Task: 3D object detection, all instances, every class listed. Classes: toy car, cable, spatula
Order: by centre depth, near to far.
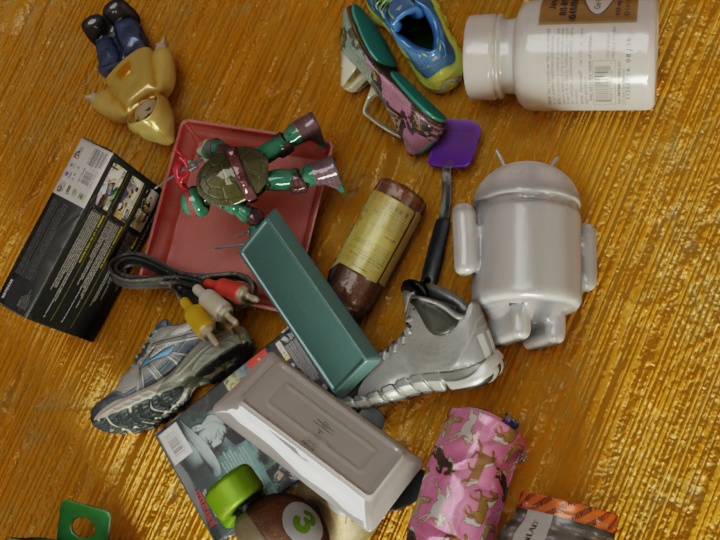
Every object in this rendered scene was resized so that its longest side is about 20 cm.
[{"bbox_3d":[-0.028,0.236,1.073,0.199,0.158,0.165,-36,77,-14],"label":"toy car"},{"bbox_3d":[0.092,-0.073,1.175,0.056,0.020,0.204,5,80,30],"label":"spatula"},{"bbox_3d":[-0.192,0.010,1.179,0.198,0.051,0.097,31,62,26],"label":"cable"}]

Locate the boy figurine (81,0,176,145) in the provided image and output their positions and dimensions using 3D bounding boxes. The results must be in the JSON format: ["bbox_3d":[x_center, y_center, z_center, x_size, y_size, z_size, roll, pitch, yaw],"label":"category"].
[{"bbox_3d":[-0.277,-0.227,1.291,0.123,0.064,0.202,-29,61,7],"label":"boy figurine"}]

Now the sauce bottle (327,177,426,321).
[{"bbox_3d":[0.000,0.000,1.160,0.065,0.066,0.202,28,83,20],"label":"sauce bottle"}]

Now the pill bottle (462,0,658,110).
[{"bbox_3d":[0.212,-0.227,1.131,0.196,0.114,0.117,2,77,16],"label":"pill bottle"}]

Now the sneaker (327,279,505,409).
[{"bbox_3d":[0.044,0.069,1.096,0.197,0.075,0.117,-14,100,24],"label":"sneaker"}]

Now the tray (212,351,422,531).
[{"bbox_3d":[-0.040,0.159,1.057,0.199,0.022,0.107,34,46,13],"label":"tray"}]

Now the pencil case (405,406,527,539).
[{"bbox_3d":[0.098,0.236,1.049,0.085,0.083,0.203,8,68,39],"label":"pencil case"}]

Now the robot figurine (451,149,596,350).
[{"bbox_3d":[0.168,-0.024,1.092,0.167,0.113,0.204,9,75,-23],"label":"robot figurine"}]

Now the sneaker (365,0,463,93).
[{"bbox_3d":[0.052,-0.297,1.200,0.075,0.105,0.201,-35,70,4],"label":"sneaker"}]

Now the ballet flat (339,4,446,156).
[{"bbox_3d":[0.021,-0.211,1.214,0.071,0.069,0.201,-44,68,25],"label":"ballet flat"}]

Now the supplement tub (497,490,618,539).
[{"bbox_3d":[0.175,0.317,0.999,0.120,0.123,0.204,9,79,18],"label":"supplement tub"}]

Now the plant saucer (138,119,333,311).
[{"bbox_3d":[-0.139,-0.062,1.232,0.197,0.037,0.203,10,79,19],"label":"plant saucer"}]

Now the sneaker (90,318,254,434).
[{"bbox_3d":[-0.217,0.108,1.199,0.198,0.078,0.087,-31,63,-3],"label":"sneaker"}]

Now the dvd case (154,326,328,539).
[{"bbox_3d":[-0.114,0.179,1.171,0.199,0.022,0.147,-38,69,3],"label":"dvd case"}]

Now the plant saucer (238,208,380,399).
[{"bbox_3d":[-0.058,0.034,1.110,0.070,0.019,0.201,-46,69,29],"label":"plant saucer"}]

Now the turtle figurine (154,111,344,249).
[{"bbox_3d":[-0.125,-0.093,1.168,0.197,0.101,0.152,-23,82,-1],"label":"turtle figurine"}]

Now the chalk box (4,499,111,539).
[{"bbox_3d":[-0.307,0.350,1.130,0.123,0.124,0.204,8,77,18],"label":"chalk box"}]

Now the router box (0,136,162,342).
[{"bbox_3d":[-0.309,-0.029,1.212,0.050,0.149,0.202,25,83,19],"label":"router box"}]
